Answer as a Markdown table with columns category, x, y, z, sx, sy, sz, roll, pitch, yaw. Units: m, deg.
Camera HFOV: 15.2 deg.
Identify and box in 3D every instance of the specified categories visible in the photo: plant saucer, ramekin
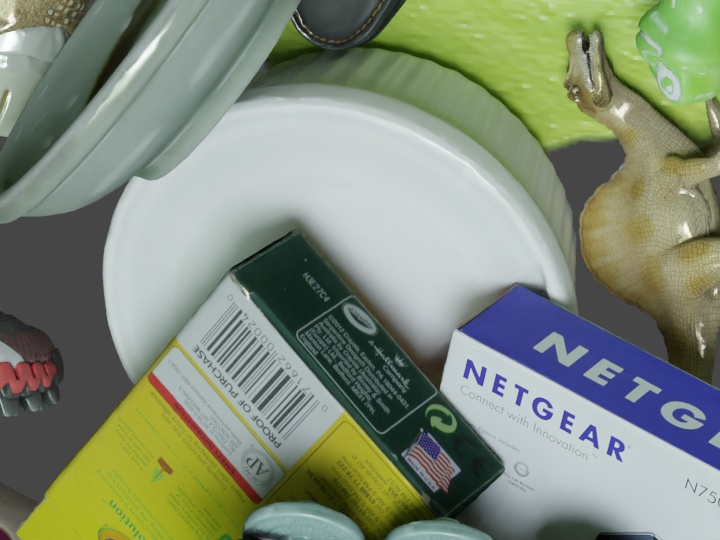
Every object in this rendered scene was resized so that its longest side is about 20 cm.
| category | x | y | z | sx | sy | sz | roll | pitch | yaw |
| --- | --- | --- | --- | --- | --- | --- | --- | --- | --- |
| plant saucer | -0.069 | -0.091 | 1.031 | 0.050 | 0.200 | 0.200 | 35 | 123 | -13 |
| ramekin | 0.000 | 0.000 | 1.131 | 0.202 | 0.094 | 0.203 | 7 | 120 | 13 |

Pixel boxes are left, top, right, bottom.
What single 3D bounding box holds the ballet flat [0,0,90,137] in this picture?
| category | x | y | z | sx | sy | sz | roll | pitch | yaw |
| --- | --- | --- | --- | --- | --- | --- | --- | --- | --- |
| ballet flat | -0.169 | -0.074 | 1.150 | 0.200 | 0.070 | 0.065 | -38 | 64 | 37 |

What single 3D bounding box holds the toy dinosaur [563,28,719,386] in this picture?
| category | x | y | z | sx | sy | sz | roll | pitch | yaw |
| --- | --- | --- | --- | --- | --- | --- | --- | --- | --- |
| toy dinosaur | 0.139 | -0.007 | 1.099 | 0.101 | 0.058 | 0.201 | -14 | 88 | 22 |

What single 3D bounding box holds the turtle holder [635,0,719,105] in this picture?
| category | x | y | z | sx | sy | sz | roll | pitch | yaw |
| --- | --- | --- | --- | --- | --- | --- | --- | --- | --- |
| turtle holder | 0.200 | -0.077 | 0.996 | 0.185 | 0.141 | 0.132 | 0 | 120 | -1 |

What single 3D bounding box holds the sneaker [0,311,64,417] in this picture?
| category | x | y | z | sx | sy | sz | roll | pitch | yaw |
| --- | --- | --- | --- | --- | --- | --- | --- | --- | --- |
| sneaker | -0.202 | 0.022 | 1.170 | 0.071 | 0.200 | 0.098 | -15 | 79 | 33 |

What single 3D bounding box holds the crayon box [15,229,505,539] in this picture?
| category | x | y | z | sx | sy | sz | roll | pitch | yaw |
| --- | --- | --- | --- | --- | --- | --- | --- | --- | --- |
| crayon box | -0.046 | 0.092 | 1.086 | 0.127 | 0.051 | 0.200 | 49 | 131 | 7 |

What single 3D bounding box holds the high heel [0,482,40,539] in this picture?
| category | x | y | z | sx | sy | sz | roll | pitch | yaw |
| --- | --- | --- | --- | --- | --- | --- | --- | --- | --- |
| high heel | -0.172 | 0.143 | 1.250 | 0.096 | 0.067 | 0.200 | -47 | 65 | 29 |

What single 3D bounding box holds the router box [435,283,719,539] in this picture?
| category | x | y | z | sx | sy | sz | roll | pitch | yaw |
| --- | --- | --- | --- | --- | --- | --- | --- | --- | --- |
| router box | 0.111 | 0.128 | 1.052 | 0.200 | 0.049 | 0.180 | 28 | 126 | 24 |

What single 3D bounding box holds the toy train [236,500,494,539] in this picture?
| category | x | y | z | sx | sy | sz | roll | pitch | yaw |
| --- | --- | --- | --- | --- | --- | --- | --- | --- | --- |
| toy train | 0.021 | 0.146 | 1.001 | 0.199 | 0.085 | 0.114 | 10 | 149 | -4 |

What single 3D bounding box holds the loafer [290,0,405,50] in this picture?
| category | x | y | z | sx | sy | sz | roll | pitch | yaw |
| --- | --- | --- | --- | --- | --- | --- | --- | --- | --- |
| loafer | 0.003 | -0.169 | 1.046 | 0.073 | 0.072 | 0.201 | 16 | 122 | 6 |
